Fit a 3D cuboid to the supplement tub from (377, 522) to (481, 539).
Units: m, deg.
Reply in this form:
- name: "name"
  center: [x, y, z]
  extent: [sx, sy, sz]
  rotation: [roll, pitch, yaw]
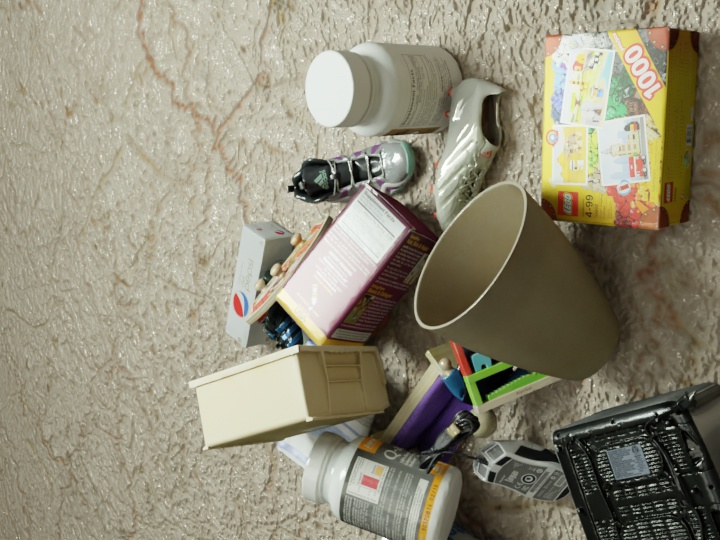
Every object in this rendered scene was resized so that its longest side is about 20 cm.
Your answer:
- name: "supplement tub"
  center: [0.123, 0.421, 1.164]
  extent: [0.198, 0.130, 0.135]
  rotation: [21, 112, 40]

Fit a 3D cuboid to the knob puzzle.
- name: "knob puzzle"
  center: [-0.111, -0.007, 1.248]
  extent: [0.030, 0.221, 0.219]
  rotation: [39, 132, -9]

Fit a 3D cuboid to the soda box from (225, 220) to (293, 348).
- name: "soda box"
  center: [-0.171, 0.024, 1.435]
  extent: [0.063, 0.067, 0.204]
  rotation: [31, 118, 37]

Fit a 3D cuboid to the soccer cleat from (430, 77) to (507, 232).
- name: "soccer cleat"
  center: [0.139, -0.141, 1.088]
  extent: [0.077, 0.069, 0.205]
  rotation: [17, 107, 39]

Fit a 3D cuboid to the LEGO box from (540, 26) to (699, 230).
- name: "LEGO box"
  center: [0.279, -0.155, 0.931]
  extent: [0.147, 0.076, 0.205]
  rotation: [9, 104, 44]

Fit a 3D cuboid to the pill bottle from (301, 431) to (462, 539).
- name: "pill bottle"
  center: [0.028, 0.290, 1.135]
  extent: [0.196, 0.116, 0.119]
  rotation: [16, 110, 18]

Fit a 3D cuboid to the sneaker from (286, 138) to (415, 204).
- name: "sneaker"
  center: [-0.027, -0.131, 1.205]
  extent: [0.198, 0.138, 0.080]
  rotation: [-17, 85, 46]

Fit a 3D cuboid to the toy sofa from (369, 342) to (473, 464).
- name: "toy sofa"
  center: [0.103, 0.200, 1.177]
  extent: [0.098, 0.082, 0.202]
  rotation: [50, 129, 27]

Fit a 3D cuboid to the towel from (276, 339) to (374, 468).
- name: "towel"
  center: [-0.049, 0.219, 1.272]
  extent: [0.145, 0.024, 0.204]
  rotation: [29, 113, 27]

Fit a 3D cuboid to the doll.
- name: "doll"
  center: [0.164, 0.110, 1.080]
  extent: [0.048, 0.133, 0.205]
  rotation: [177, 98, -80]

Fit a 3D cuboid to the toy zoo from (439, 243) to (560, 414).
- name: "toy zoo"
  center: [0.167, 0.056, 1.047]
  extent: [0.020, 0.129, 0.204]
  rotation: [155, 94, -82]

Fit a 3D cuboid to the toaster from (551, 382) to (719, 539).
- name: "toaster"
  center: [0.330, 0.228, 0.922]
  extent: [0.199, 0.117, 0.185]
  rotation: [-28, 78, 45]

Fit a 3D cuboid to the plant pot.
- name: "plant pot"
  center: [0.192, 0.036, 0.965]
  extent: [0.198, 0.190, 0.187]
  rotation: [35, 135, -19]

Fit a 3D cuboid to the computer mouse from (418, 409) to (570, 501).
- name: "computer mouse"
  center: [0.179, 0.237, 1.070]
  extent: [0.044, 0.196, 0.111]
  rotation: [-86, 20, -52]

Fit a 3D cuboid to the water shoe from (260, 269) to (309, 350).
- name: "water shoe"
  center: [-0.122, 0.096, 1.368]
  extent: [0.072, 0.077, 0.205]
  rotation: [135, 131, -67]

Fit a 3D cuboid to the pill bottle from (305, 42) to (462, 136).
- name: "pill bottle"
  center: [0.030, -0.230, 1.085]
  extent: [0.113, 0.197, 0.117]
  rotation: [11, 106, 44]

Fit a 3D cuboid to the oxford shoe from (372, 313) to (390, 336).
- name: "oxford shoe"
  center: [-0.035, 0.106, 1.305]
  extent: [0.071, 0.074, 0.201]
  rotation: [54, 132, 20]

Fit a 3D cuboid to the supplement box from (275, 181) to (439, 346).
- name: "supplement box"
  center: [0.000, 0.000, 1.157]
  extent: [0.103, 0.130, 0.201]
  rotation: [44, 101, 24]

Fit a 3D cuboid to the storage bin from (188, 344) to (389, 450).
- name: "storage bin"
  center: [-0.090, 0.173, 1.164]
  extent: [0.197, 0.197, 0.096]
  rotation: [-21, 74, 31]
